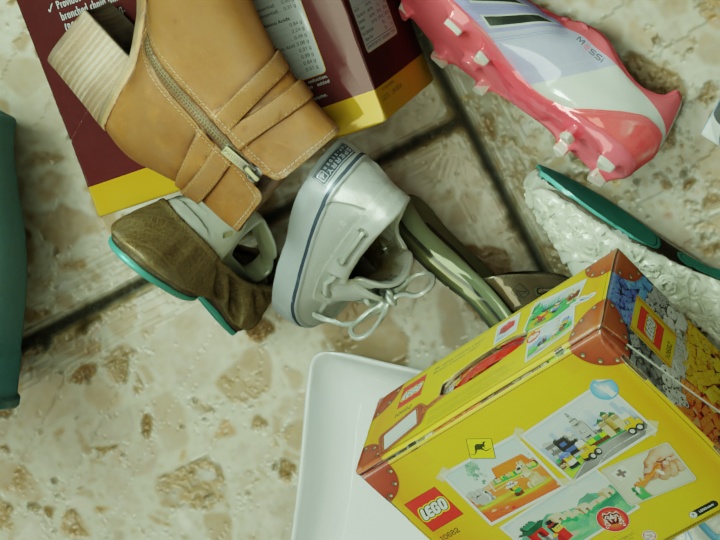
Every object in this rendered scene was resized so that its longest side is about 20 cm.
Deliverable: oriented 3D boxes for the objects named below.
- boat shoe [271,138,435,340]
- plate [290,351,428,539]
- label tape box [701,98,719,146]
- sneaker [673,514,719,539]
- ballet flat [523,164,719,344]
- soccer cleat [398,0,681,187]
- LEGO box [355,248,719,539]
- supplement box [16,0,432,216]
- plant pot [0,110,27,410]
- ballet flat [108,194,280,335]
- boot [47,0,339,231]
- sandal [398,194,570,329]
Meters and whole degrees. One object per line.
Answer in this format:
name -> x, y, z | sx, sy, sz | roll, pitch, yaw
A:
boat shoe -> 0.003, -0.004, 1.426 | 0.086, 0.075, 0.202 | 35, 153, 10
plate -> 0.055, 0.159, 1.526 | 0.199, 0.032, 0.201 | 10, 106, 13
label tape box -> 0.314, -0.092, 1.299 | 0.200, 0.063, 0.145 | 32, 116, 14
sneaker -> 0.230, 0.193, 1.476 | 0.087, 0.075, 0.200 | -41, 83, 26
ballet flat -> 0.178, 0.009, 1.432 | 0.200, 0.072, 0.072 | 30, 109, 7
soccer cleat -> 0.106, -0.137, 1.427 | 0.200, 0.067, 0.077 | 41, 73, 4
LEGO box -> 0.122, 0.102, 1.393 | 0.200, 0.077, 0.149 | -34, 112, 33
supplement box -> -0.091, -0.167, 1.426 | 0.197, 0.133, 0.201 | -17, 99, 18
plant pot -> -0.303, -0.021, 1.496 | 0.199, 0.200, 0.189 | 10, 92, 12
ballet flat -> -0.092, -0.013, 1.445 | 0.072, 0.200, 0.068 | -44, 66, 2
boot -> -0.069, -0.131, 1.323 | 0.155, 0.074, 0.200 | 43, 122, 1
sandal -> 0.104, 0.016, 1.456 | 0.201, 0.080, 0.057 | 43, 96, 1
